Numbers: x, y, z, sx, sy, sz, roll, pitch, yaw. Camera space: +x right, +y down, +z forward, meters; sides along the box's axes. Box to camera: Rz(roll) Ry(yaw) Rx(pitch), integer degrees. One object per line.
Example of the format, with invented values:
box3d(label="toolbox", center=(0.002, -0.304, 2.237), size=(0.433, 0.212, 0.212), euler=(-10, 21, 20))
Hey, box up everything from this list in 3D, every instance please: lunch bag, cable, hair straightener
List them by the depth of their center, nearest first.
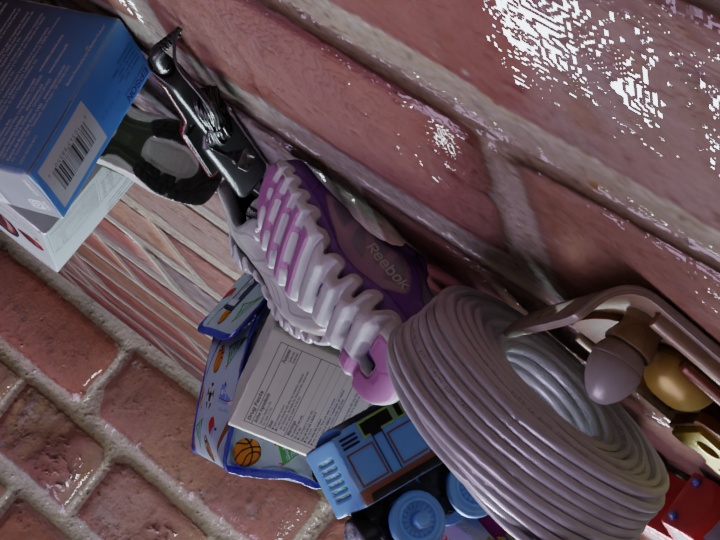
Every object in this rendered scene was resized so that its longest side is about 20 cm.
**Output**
box3d(label="cable", center=(0.104, 0.093, 0.927), size=(0.200, 0.069, 0.200), euler=(41, -163, 0))
box3d(label="hair straightener", center=(-0.101, -0.110, 1.072), size=(0.077, 0.041, 0.201), euler=(34, 163, 23))
box3d(label="lunch bag", center=(-0.085, 0.086, 1.370), size=(0.122, 0.203, 0.170), euler=(12, 177, -17))

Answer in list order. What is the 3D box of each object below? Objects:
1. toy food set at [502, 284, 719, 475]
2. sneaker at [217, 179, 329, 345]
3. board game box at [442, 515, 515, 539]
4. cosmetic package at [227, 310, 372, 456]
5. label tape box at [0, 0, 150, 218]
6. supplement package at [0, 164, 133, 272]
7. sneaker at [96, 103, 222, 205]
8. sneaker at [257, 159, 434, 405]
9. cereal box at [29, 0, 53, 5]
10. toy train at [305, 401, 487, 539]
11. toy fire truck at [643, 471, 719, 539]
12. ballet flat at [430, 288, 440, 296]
box3d(label="toy food set", center=(0.181, 0.087, 0.855), size=(0.200, 0.061, 0.143), euler=(41, 168, -4))
box3d(label="sneaker", center=(-0.057, -0.012, 1.182), size=(0.200, 0.075, 0.082), euler=(41, 158, 42))
box3d(label="board game box", center=(0.100, 0.202, 1.344), size=(0.199, 0.041, 0.199), euler=(35, -157, 19))
box3d(label="cosmetic package", center=(0.000, 0.111, 1.241), size=(0.198, 0.104, 0.073), euler=(25, -157, -8))
box3d(label="label tape box", center=(-0.280, -0.134, 1.133), size=(0.198, 0.144, 0.066), euler=(14, 156, 30))
box3d(label="supplement package", center=(-0.320, -0.126, 1.402), size=(0.191, 0.148, 0.200), euler=(39, 168, 1))
box3d(label="sneaker", center=(-0.207, -0.114, 1.232), size=(0.199, 0.077, 0.089), euler=(31, 178, -4))
box3d(label="sneaker", center=(0.000, 0.000, 1.056), size=(0.201, 0.088, 0.081), euler=(55, 145, 22))
box3d(label="cereal box", center=(-0.345, -0.267, 1.205), size=(0.200, 0.040, 0.143), euler=(47, 165, -32))
box3d(label="toy train", center=(0.060, 0.141, 1.141), size=(0.115, 0.199, 0.087), euler=(62, 155, 4))
box3d(label="toy fire truck", center=(0.181, 0.134, 1.067), size=(0.199, 0.049, 0.141), euler=(26, 162, 46))
box3d(label="ballet flat", center=(0.047, 0.047, 1.126), size=(0.068, 0.068, 0.200), euler=(60, 164, -9))
